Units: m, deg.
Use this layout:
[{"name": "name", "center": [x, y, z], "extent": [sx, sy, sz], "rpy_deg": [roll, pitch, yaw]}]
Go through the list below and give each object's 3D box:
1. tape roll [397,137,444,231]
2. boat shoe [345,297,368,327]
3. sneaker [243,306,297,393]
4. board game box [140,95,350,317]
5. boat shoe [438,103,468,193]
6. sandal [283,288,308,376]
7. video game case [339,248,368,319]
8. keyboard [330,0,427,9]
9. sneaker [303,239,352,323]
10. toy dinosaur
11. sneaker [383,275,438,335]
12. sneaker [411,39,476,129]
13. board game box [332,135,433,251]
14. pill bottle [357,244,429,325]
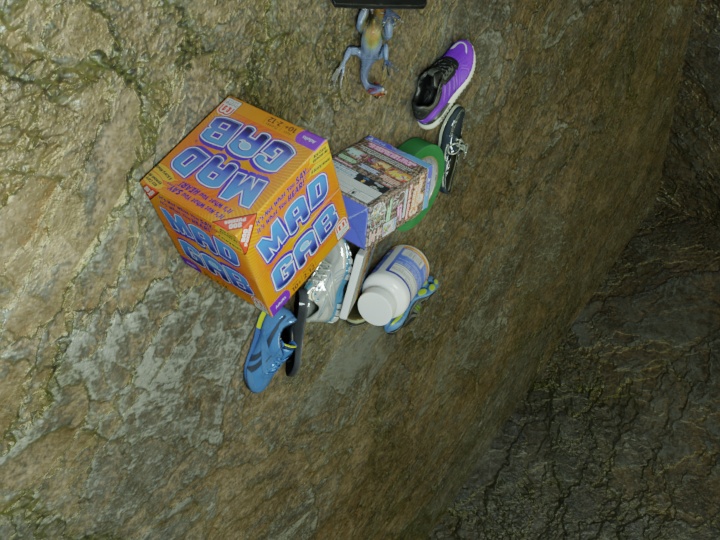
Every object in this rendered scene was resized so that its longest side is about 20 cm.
[{"name": "tape roll", "center": [0.110, -0.188, 1.767], "extent": [0.200, 0.048, 0.202], "rpy_deg": [-40, 145, -36]}, {"name": "boat shoe", "center": [0.034, 0.090, 1.862], "extent": [0.200, 0.071, 0.067], "rpy_deg": [-35, 138, -48]}, {"name": "sneaker", "center": [-0.172, 0.164, 1.575], "extent": [0.066, 0.078, 0.202], "rpy_deg": [-19, 132, -55]}, {"name": "board game box", "center": [-0.164, -0.097, 1.217], "extent": [0.200, 0.198, 0.201], "rpy_deg": [-49, 150, -23]}, {"name": "boat shoe", "center": [0.207, -0.275, 1.838], "extent": [0.075, 0.061, 0.202], "rpy_deg": [-6, 119, -55]}, {"name": "sandal", "center": [-0.138, 0.122, 1.620], "extent": [0.042, 0.076, 0.202], "rpy_deg": [2, 120, -13]}, {"name": "video game case", "center": [0.000, 0.000, 1.693], "extent": [0.200, 0.017, 0.145], "rpy_deg": [-61, 167, -67]}, {"name": "keyboard", "center": [0.024, -0.488, 1.306], "extent": [0.198, 0.020, 0.129], "rpy_deg": [-11, 100, -34]}, {"name": "sneaker", "center": [-0.074, 0.022, 1.623], "extent": [0.086, 0.075, 0.202], "rpy_deg": [-9, 118, -39]}, {"name": "toy dinosaur", "center": [0.033, -0.396, 1.418], "extent": [0.182, 0.104, 0.202], "rpy_deg": [99, 14, -71]}, {"name": "sneaker", "center": [0.120, 0.082, 2.019], "extent": [0.200, 0.070, 0.083], "rpy_deg": [-46, 163, -25]}, {"name": "sneaker", "center": [0.168, -0.395, 1.657], "extent": [0.202, 0.069, 0.099], "rpy_deg": [-61, 150, -2]}, {"name": "board game box", "center": [0.014, -0.150, 1.519], "extent": [0.199, 0.158, 0.098], "rpy_deg": [-35, 144, -39]}, {"name": "pill bottle", "center": [0.070, 0.035, 1.788], "extent": [0.200, 0.111, 0.113], "rpy_deg": [-50, 153, -50]}]
